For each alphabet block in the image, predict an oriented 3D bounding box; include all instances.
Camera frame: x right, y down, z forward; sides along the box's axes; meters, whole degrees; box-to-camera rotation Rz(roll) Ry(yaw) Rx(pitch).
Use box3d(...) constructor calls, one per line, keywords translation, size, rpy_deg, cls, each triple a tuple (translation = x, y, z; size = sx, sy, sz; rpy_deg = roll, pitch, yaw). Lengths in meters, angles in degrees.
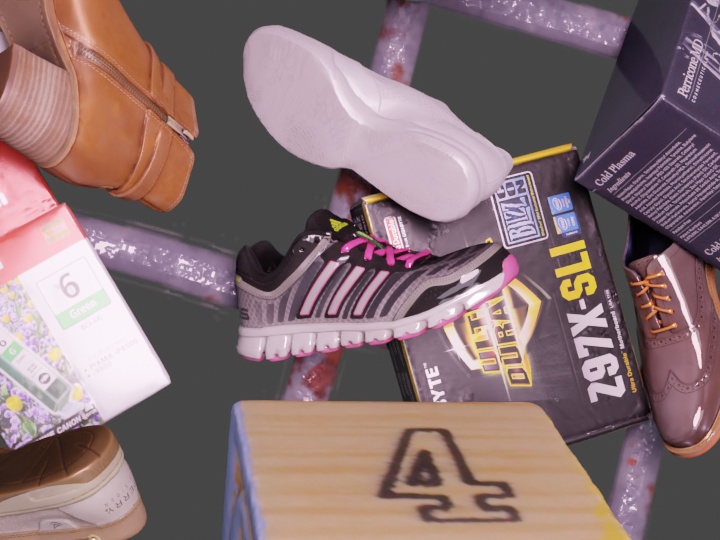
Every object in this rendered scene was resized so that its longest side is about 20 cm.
box3d(translation=(0.024, 0.199, 0.772), size=(0.199, 0.196, 0.196), rpy_deg=(3, 111, -12), cls="alphabet block")

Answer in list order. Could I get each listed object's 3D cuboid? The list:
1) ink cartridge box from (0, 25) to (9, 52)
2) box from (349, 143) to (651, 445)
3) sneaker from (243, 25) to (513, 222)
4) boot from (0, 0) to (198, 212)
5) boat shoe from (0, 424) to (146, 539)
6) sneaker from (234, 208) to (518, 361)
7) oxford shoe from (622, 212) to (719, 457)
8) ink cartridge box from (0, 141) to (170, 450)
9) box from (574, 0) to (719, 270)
box3d(translation=(-0.281, -0.190, 0.790), size=(0.085, 0.146, 0.201), rpy_deg=(-6, 88, 15), cls="ink cartridge box")
box3d(translation=(0.097, 0.029, 0.909), size=(0.159, 0.049, 0.200), rpy_deg=(-15, 89, -14), cls="box")
box3d(translation=(0.011, -0.103, 0.886), size=(0.200, 0.075, 0.088), rpy_deg=(36, 37, 19), cls="sneaker")
box3d(translation=(-0.160, -0.145, 0.837), size=(0.155, 0.074, 0.200), rpy_deg=(28, 68, -45), cls="boot")
box3d(translation=(-0.211, 0.146, 0.784), size=(0.066, 0.200, 0.074), rpy_deg=(61, 39, -20), cls="boat shoe")
box3d(translation=(0.000, 0.000, 0.838), size=(0.200, 0.074, 0.088), rpy_deg=(-13, 96, 26), cls="sneaker")
box3d(translation=(0.206, 0.027, 0.893), size=(0.073, 0.071, 0.200), rpy_deg=(25, 55, -38), cls="oxford shoe")
box3d(translation=(-0.218, 0.014, 0.843), size=(0.109, 0.050, 0.200), rpy_deg=(-31, 93, -12), cls="ink cartridge box")
box3d(translation=(0.267, -0.106, 0.887), size=(0.182, 0.104, 0.200), rpy_deg=(30, 53, -7), cls="box")
